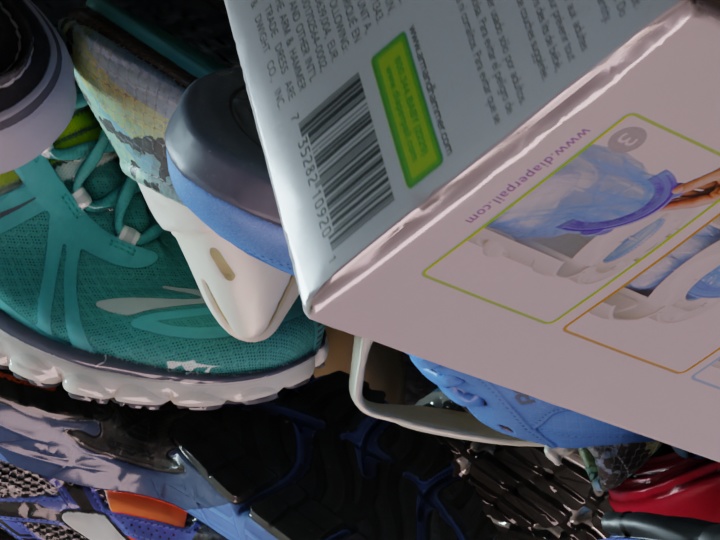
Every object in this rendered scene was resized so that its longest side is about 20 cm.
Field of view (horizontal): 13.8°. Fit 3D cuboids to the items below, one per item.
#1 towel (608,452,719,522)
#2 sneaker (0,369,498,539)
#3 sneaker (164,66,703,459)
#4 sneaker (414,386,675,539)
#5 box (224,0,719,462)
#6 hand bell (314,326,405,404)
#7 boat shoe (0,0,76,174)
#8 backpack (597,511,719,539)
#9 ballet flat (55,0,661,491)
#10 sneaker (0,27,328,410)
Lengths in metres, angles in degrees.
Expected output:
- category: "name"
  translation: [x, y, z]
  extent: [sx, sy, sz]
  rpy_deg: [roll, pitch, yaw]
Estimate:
- category: "towel"
  translation: [0.173, 0.112, 0.816]
  extent: [0.144, 0.023, 0.200]
  rpy_deg: [-22, 114, 43]
- category: "sneaker"
  translation: [-0.048, 0.066, 0.869]
  extent: [0.199, 0.075, 0.079]
  rpy_deg: [26, 132, 12]
- category: "sneaker"
  translation: [0.030, 0.009, 0.701]
  extent: [0.200, 0.066, 0.079]
  rpy_deg: [14, 123, -38]
- category: "sneaker"
  translation: [0.062, 0.041, 0.932]
  extent: [0.078, 0.090, 0.200]
  rpy_deg: [39, 165, -5]
- category: "box"
  translation: [0.079, -0.035, 0.612]
  extent: [0.200, 0.113, 0.101]
  rpy_deg: [21, 132, -41]
- category: "hand bell"
  translation: [-0.021, -0.026, 0.871]
  extent: [0.104, 0.104, 0.200]
  rpy_deg: [16, 143, 0]
- category: "boat shoe"
  translation: [-0.158, -0.095, 0.757]
  extent: [0.200, 0.070, 0.066]
  rpy_deg: [35, 154, 21]
- category: "backpack"
  translation: [0.123, 0.138, 0.714]
  extent: [0.199, 0.155, 0.191]
  rpy_deg: [1, 150, 33]
- category: "ballet flat"
  translation: [0.000, 0.000, 0.782]
  extent: [0.199, 0.074, 0.074]
  rpy_deg: [27, 155, -8]
- category: "sneaker"
  translation: [-0.094, -0.028, 0.832]
  extent: [0.200, 0.077, 0.080]
  rpy_deg: [32, 122, 15]
